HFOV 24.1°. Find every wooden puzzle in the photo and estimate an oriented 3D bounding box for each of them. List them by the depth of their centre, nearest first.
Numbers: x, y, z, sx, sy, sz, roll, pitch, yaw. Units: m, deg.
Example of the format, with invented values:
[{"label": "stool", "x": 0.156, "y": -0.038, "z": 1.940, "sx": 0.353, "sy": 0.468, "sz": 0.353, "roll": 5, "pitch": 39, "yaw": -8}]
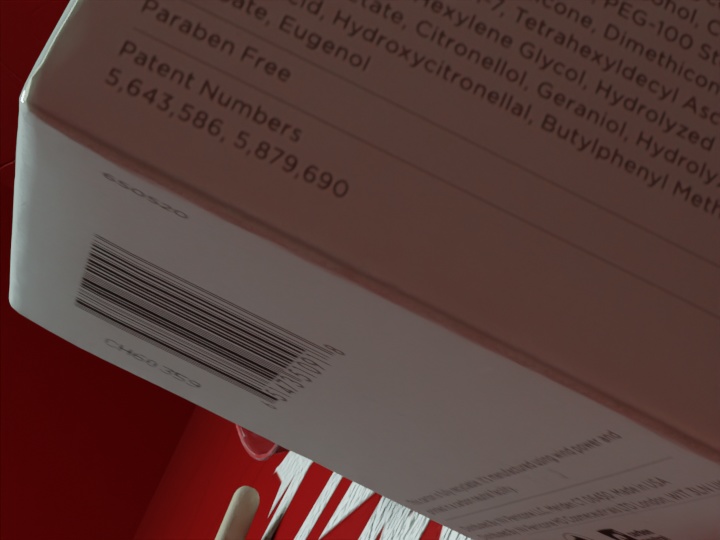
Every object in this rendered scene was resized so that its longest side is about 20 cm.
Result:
[{"label": "wooden puzzle", "x": -0.130, "y": 0.285, "z": 1.273, "sx": 0.185, "sy": 0.037, "sz": 0.200, "roll": -68, "pitch": 4, "yaw": -48}]

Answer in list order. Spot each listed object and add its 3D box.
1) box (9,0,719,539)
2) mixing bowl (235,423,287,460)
[{"label": "box", "x": 0.027, "y": -0.022, "z": 0.426, "sx": 0.131, "sy": 0.200, "sz": 0.199, "roll": -65, "pitch": 6, "yaw": -16}, {"label": "mixing bowl", "x": 0.000, "y": 0.000, "z": 0.891, "sx": 0.200, "sy": 0.108, "sz": 0.201, "roll": -177, "pitch": 90, "yaw": -73}]
